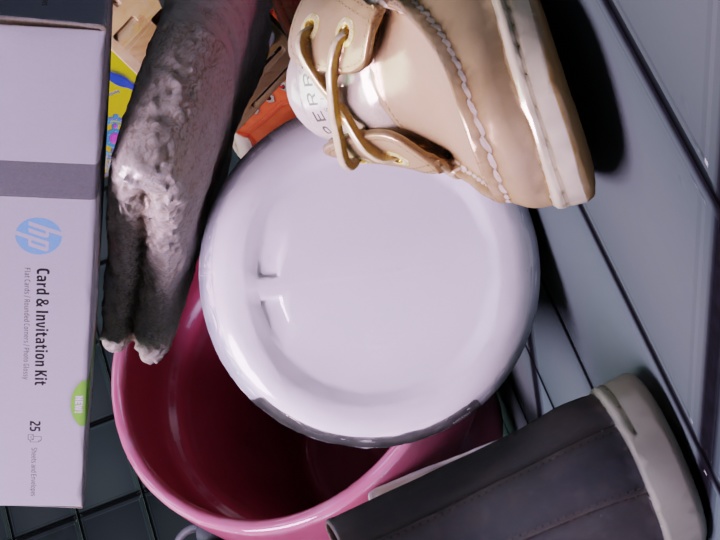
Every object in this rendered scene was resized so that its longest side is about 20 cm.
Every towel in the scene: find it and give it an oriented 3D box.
[{"bbox_3d":[-0.062,-0.051,0.597,0.200,0.034,0.133,115,171,-69],"label":"towel"}]

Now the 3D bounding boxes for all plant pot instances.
[{"bbox_3d":[-0.009,0.069,0.891,0.179,0.199,0.201,44,-159,-56],"label":"plant pot"}]

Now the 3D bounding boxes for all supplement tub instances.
[{"bbox_3d":[0.000,0.000,0.649,0.200,0.122,0.123,-154,43,-87],"label":"supplement tub"}]

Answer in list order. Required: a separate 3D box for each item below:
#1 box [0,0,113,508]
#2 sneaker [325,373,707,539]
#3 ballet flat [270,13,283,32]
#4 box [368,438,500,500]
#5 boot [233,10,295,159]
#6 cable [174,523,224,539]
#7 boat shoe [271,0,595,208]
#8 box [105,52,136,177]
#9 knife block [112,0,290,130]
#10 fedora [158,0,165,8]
[{"bbox_3d":[-0.110,-0.041,0.573,0.156,0.041,0.201,-98,15,-51],"label":"box"},{"bbox_3d":[0.046,0.093,0.538,0.200,0.106,0.075,74,174,-67],"label":"sneaker"},{"bbox_3d":[-0.104,-0.156,0.884,0.200,0.068,0.073,38,150,58],"label":"ballet flat"},{"bbox_3d":[0.081,0.188,0.779,0.078,0.095,0.201,-116,4,-64],"label":"box"},{"bbox_3d":[-0.044,-0.118,0.931,0.200,0.107,0.075,82,170,-72],"label":"boot"},{"bbox_3d":[-0.012,0.213,0.897,0.163,0.051,0.200,-1,134,52],"label":"cable"},{"bbox_3d":[0.012,-0.059,0.466,0.200,0.069,0.074,-115,5,-68],"label":"boat shoe"},{"bbox_3d":[-0.128,-0.187,1.136,0.122,0.199,0.194,-128,18,-84],"label":"box"},{"bbox_3d":[-0.129,-0.160,0.819,0.200,0.064,0.176,44,-179,-15],"label":"knife block"},{"bbox_3d":[-0.060,-0.207,0.638,0.177,0.090,0.201,-115,11,-50],"label":"fedora"}]
